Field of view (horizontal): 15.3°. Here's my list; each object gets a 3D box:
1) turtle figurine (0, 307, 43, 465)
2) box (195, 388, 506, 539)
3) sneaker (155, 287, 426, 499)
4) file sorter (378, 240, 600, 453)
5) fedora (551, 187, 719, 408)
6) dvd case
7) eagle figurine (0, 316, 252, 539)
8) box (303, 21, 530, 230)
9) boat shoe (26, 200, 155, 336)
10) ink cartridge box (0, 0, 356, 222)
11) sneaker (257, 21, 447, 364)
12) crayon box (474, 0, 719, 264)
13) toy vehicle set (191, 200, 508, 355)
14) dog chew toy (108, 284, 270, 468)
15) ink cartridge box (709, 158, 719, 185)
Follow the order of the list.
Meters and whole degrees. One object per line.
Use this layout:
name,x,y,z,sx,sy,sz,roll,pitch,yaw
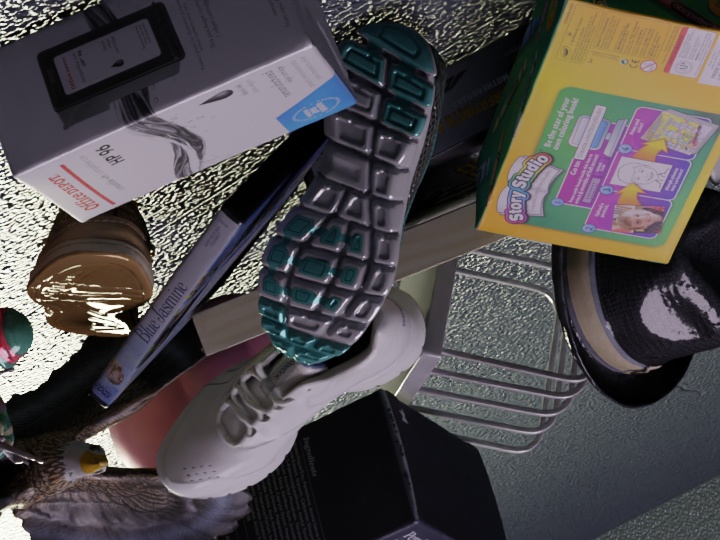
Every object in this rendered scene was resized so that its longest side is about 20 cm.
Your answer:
turtle figurine,-0.259,0.063,1.598,0.199,0.101,0.150,-10,154,28
box,-0.020,0.184,1.850,0.199,0.105,0.148,-27,149,20
sneaker,-0.053,0.073,1.698,0.200,0.075,0.087,-39,167,7
file sorter,0.093,0.033,1.839,0.124,0.139,0.200,12,160,-5
fedora,0.205,-0.003,1.734,0.091,0.202,0.200,-4,177,32
dvd case,-0.079,-0.014,1.552,0.143,0.018,0.200,-49,179,-44
eagle figurine,-0.187,0.123,1.776,0.199,0.151,0.152,-10,125,-35
box,0.079,-0.088,1.639,0.199,0.049,0.158,-26,165,18
boat shoe,-0.154,-0.011,1.542,0.073,0.070,0.200,5,168,-8
ink cartridge box,-0.113,-0.085,1.324,0.199,0.068,0.116,-23,166,7
sneaker,0.005,-0.042,1.496,0.201,0.077,0.091,-68,167,14
crayon box,0.144,-0.093,1.492,0.118,0.058,0.200,10,141,-8
toy vehicle set,0.000,0.000,1.639,0.199,0.027,0.124,-22,-179,6
dog chew toy,-0.086,0.074,1.869,0.200,0.125,0.124,-39,159,31
ink cartridge box,0.265,-0.141,1.632,0.176,0.045,0.200,-39,164,3
